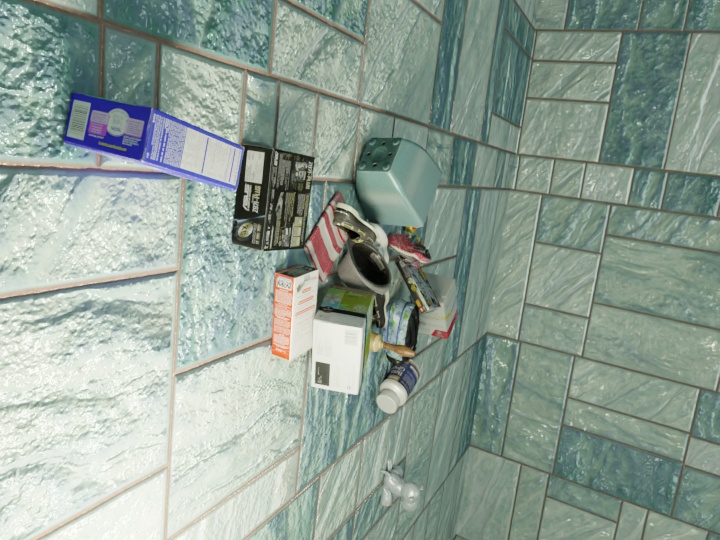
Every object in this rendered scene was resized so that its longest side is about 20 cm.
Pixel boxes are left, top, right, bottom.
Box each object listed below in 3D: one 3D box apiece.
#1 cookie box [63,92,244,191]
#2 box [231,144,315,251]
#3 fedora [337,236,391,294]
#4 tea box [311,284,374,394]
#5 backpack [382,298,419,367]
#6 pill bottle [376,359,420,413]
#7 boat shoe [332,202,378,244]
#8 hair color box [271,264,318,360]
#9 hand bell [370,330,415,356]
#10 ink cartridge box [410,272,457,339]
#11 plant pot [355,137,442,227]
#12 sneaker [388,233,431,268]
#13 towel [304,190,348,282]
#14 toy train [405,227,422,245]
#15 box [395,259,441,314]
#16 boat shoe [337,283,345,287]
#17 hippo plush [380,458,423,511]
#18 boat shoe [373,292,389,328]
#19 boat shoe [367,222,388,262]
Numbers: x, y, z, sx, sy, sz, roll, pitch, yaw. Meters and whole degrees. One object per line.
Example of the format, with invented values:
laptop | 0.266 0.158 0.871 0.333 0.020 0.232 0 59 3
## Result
cookie box | -0.300 -0.188 0.842 0.199 0.167 0.078 9 97 -65
box | -0.182 -0.151 1.192 0.163 0.084 0.207 -10 110 -62
fedora | 0.000 0.000 1.593 0.197 0.089 0.181 16 48 -51
tea box | -0.045 0.178 1.489 0.198 0.129 0.206 -70 166 -62
backpack | 0.144 0.201 1.976 0.163 0.151 0.204 -44 158 -45
pill bottle | 0.136 0.422 2.061 0.200 0.108 0.114 -48 141 -47
boat shoe | -0.016 -0.112 1.526 0.200 0.070 0.062 38 71 -53
hair color box | -0.159 0.099 1.370 0.110 0.062 0.207 -21 121 -61
hand bell | 0.084 0.237 1.775 0.104 0.195 0.108 -35 131 -54
ink cartridge box | 0.296 0.138 2.235 0.146 0.141 0.204 -55 147 -38
plant pot | 0.093 -0.270 1.609 0.201 0.192 0.200 49 57 -49
sneaker | 0.156 -0.057 1.908 0.197 0.074 0.082 25 38 -38
towel | -0.081 -0.089 1.502 0.203 0.022 0.146 -62 149 -31
toy train | 0.212 -0.140 2.017 0.149 0.054 0.208 2 89 -59
box | 0.206 0.052 1.999 0.136 0.039 0.204 1 60 -63
boat shoe | -0.031 0.117 1.643 0.074 0.061 0.203 -60 148 -32
hippo plush | 0.178 0.873 2.277 0.158 0.156 0.207 -32 129 -55
boat shoe | 0.053 0.122 1.822 0.059 0.075 0.203 -17 144 -16
boat shoe | 0.045 -0.061 1.716 0.071 0.069 0.202 -63 152 -31
